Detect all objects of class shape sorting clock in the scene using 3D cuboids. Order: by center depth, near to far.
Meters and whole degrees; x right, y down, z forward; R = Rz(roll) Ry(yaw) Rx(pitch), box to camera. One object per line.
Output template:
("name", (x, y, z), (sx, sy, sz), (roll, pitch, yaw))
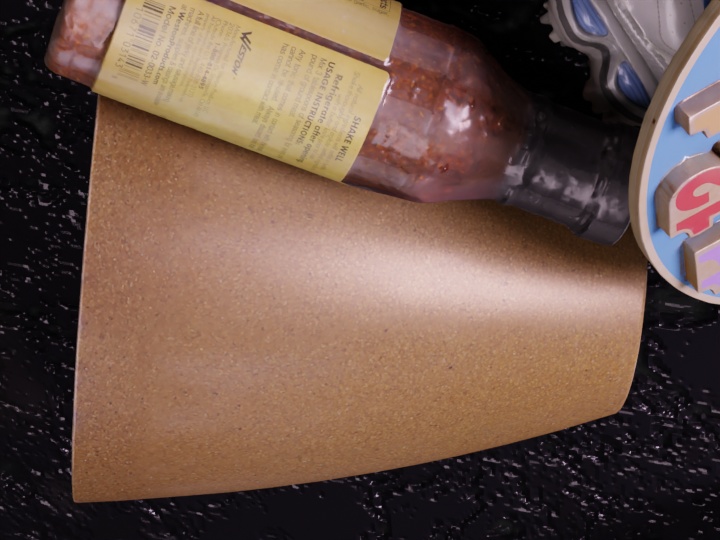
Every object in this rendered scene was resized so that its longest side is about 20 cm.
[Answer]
("shape sorting clock", (0.172, -0.062, 0.779), (0.199, 0.039, 0.200), (-19, 143, -15))

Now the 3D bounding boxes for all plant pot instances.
("plant pot", (0.000, 0.000, 0.905), (0.199, 0.187, 0.187), (5, 138, -3))

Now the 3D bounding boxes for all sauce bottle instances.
("sauce bottle", (-0.002, -0.059, 0.810), (0.199, 0.066, 0.066), (22, 139, -7))

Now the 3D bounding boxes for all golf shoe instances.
("golf shoe", (0.151, -0.053, 0.853), (0.097, 0.078, 0.200), (-24, 124, 31))
